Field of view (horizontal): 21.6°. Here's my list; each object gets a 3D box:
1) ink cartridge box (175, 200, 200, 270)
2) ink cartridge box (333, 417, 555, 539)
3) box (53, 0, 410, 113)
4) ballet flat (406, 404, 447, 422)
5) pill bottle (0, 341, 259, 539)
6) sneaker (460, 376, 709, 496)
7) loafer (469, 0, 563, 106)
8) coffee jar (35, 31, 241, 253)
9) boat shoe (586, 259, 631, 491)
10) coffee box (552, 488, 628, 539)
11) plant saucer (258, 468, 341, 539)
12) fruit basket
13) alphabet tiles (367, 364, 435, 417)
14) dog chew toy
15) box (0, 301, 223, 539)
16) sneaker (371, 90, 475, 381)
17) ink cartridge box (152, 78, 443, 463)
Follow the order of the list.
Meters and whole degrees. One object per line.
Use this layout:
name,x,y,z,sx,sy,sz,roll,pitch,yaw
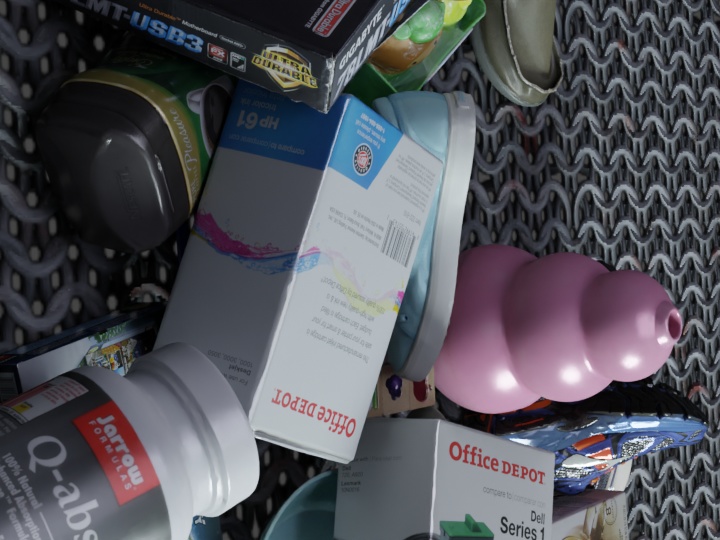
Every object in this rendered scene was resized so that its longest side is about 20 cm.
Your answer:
ink cartridge box,-0.045,-0.021,1.257,0.199,0.042,0.120,-1,88,-52
ink cartridge box,0.053,0.204,1.227,0.146,0.084,0.202,19,70,-49
box,-0.062,-0.200,1.120,0.200,0.197,0.050,-55,162,-39
ballet flat,0.031,0.194,1.327,0.063,0.067,0.202,8,80,-41
pill bottle,-0.160,0.119,0.982,0.199,0.116,0.117,-27,111,-30
sneaker,0.174,0.132,1.465,0.075,0.198,0.079,-113,-161,-62
loafer,0.121,-0.221,1.467,0.075,0.069,0.201,-46,124,-44
coffee jar,-0.110,-0.105,1.129,0.200,0.085,0.105,-54,144,-41
boat shoe,0.162,0.096,1.517,0.092,0.074,0.202,-7,96,-35
coffee box,0.127,0.241,1.438,0.199,0.079,0.114,-11,98,-54
plant saucer,-0.019,0.230,1.228,0.199,0.036,0.202,12,75,-51
fruit basket,0.056,-0.189,1.266,0.094,0.200,0.185,49,46,-12
alphabet tiles,0.000,0.000,1.281,0.167,0.008,0.202,-4,92,-55
dog chew toy,0.138,0.041,1.366,0.124,0.199,0.126,4,84,-54
box,-0.146,0.132,1.109,0.136,0.037,0.202,-22,106,-52
sneaker,0.024,-0.025,1.268,0.074,0.081,0.202,-116,-148,-75
ink cartridge box,-0.038,0.003,1.133,0.144,0.084,0.201,29,76,-61
